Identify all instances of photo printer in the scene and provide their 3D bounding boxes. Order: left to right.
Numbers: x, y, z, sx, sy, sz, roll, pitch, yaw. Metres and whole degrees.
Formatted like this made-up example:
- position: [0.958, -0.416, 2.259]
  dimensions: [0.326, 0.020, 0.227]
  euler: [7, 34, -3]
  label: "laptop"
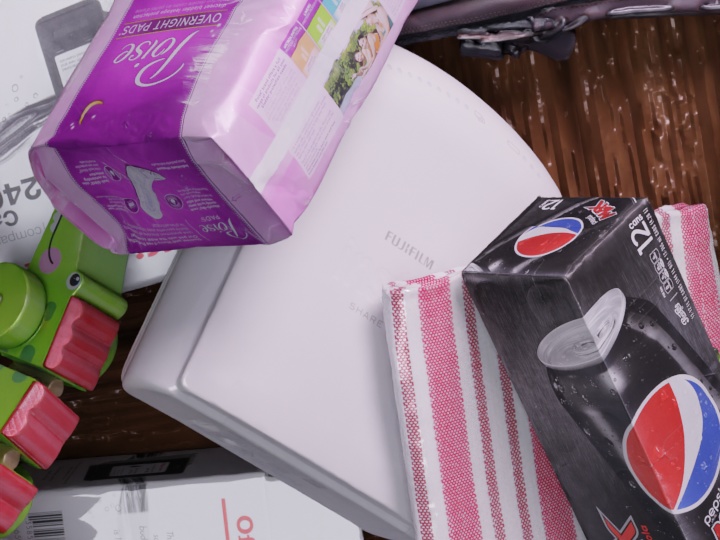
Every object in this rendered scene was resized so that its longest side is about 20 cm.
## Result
- position: [0.000, 0.000, 1.246]
  dimensions: [0.166, 0.069, 0.200]
  euler: [34, 72, -29]
  label: "photo printer"

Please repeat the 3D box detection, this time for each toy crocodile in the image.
- position: [-0.150, 0.059, 1.212]
  dimensions: [0.062, 0.068, 0.200]
  euler: [16, 74, 38]
  label: "toy crocodile"

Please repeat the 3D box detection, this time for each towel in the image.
- position: [0.094, 0.056, 1.262]
  dimensions: [0.200, 0.030, 0.147]
  euler: [-15, 102, -35]
  label: "towel"

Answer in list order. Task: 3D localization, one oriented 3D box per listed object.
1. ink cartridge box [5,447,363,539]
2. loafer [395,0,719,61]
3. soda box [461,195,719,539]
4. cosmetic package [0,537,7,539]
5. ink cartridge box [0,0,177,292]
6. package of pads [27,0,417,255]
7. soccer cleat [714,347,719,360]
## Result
- position: [-0.092, 0.150, 1.333]
  dimensions: [0.200, 0.067, 0.116]
  euler: [-5, 99, 6]
  label: "ink cartridge box"
- position: [0.104, -0.123, 1.268]
  dimensions: [0.200, 0.072, 0.063]
  euler: [-14, 103, 4]
  label: "loafer"
- position: [0.123, 0.066, 1.221]
  dimensions: [0.063, 0.071, 0.200]
  euler: [-42, 117, -32]
  label: "soda box"
- position: [-0.234, 0.129, 1.298]
  dimensions: [0.200, 0.051, 0.083]
  euler: [34, 111, 31]
  label: "cosmetic package"
- position: [-0.140, -0.085, 1.284]
  dimensions: [0.145, 0.083, 0.200]
  euler: [-16, 99, 7]
  label: "ink cartridge box"
- position: [-0.049, -0.103, 1.181]
  dimensions: [0.120, 0.200, 0.076]
  euler: [-4, 138, 41]
  label: "package of pads"
- position: [0.240, 0.070, 1.281]
  dimensions: [0.200, 0.068, 0.081]
  euler: [-3, 107, -10]
  label: "soccer cleat"
